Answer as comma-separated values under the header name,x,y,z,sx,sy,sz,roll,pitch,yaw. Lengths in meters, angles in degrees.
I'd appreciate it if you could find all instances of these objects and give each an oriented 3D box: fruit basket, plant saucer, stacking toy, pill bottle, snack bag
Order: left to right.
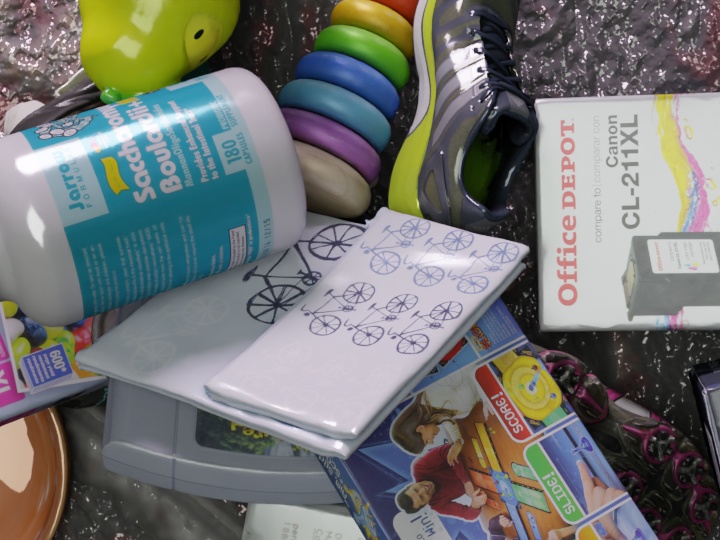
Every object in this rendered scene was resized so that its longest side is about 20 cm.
name,x,y,z,sx,sy,sz,roll,pitch,yaw
plant saucer,-0.290,0.131,1.147,0.199,0.037,0.201,0,91,8
pill bottle,-0.139,-0.036,0.951,0.199,0.111,0.111,-20,89,-18
fruit basket,-0.102,-0.197,1.018,0.155,0.216,0.217,-13,90,-1
snack bag,-0.033,0.019,0.958,0.199,0.189,0.021,15,132,34
stacking toy,0.000,-0.138,1.068,0.085,0.085,0.201,21,77,7

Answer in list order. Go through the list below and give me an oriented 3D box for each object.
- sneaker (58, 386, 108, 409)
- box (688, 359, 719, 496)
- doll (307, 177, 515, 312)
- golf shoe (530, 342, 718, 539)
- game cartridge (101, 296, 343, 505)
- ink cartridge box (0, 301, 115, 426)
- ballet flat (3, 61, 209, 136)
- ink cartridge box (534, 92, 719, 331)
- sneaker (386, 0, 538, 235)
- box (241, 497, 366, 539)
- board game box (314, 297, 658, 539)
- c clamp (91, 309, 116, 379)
name,x,y,z,sx,sy,sz,roll,pitch,yaw
sneaker,-0.219,0.003,1.106,0.075,0.079,0.200,-37,85,25
box,0.307,0.091,1.005,0.199,0.148,0.108,-14,90,8
doll,0.000,0.000,1.096,0.199,0.048,0.137,6,95,13
golf shoe,0.146,0.105,1.058,0.200,0.092,0.073,42,84,-24
game cartridge,-0.047,0.073,0.988,0.199,0.041,0.134,2,52,-5
ink cartridge box,-0.179,0.016,1.066,0.199,0.042,0.120,-20,84,-36
ballet flat,-0.177,-0.089,1.069,0.068,0.200,0.068,17,130,29
ink cartridge box,0.207,-0.035,1.049,0.199,0.083,0.147,-2,91,8
sneaker,0.076,-0.108,1.031,0.074,0.081,0.201,12,82,-36
box,0.023,0.235,1.037,0.199,0.171,0.200,11,93,8
board game box,0.067,0.122,0.926,0.135,0.034,0.200,-25,72,-21
c clamp,-0.075,0.022,1.053,0.200,0.027,0.171,35,74,0
